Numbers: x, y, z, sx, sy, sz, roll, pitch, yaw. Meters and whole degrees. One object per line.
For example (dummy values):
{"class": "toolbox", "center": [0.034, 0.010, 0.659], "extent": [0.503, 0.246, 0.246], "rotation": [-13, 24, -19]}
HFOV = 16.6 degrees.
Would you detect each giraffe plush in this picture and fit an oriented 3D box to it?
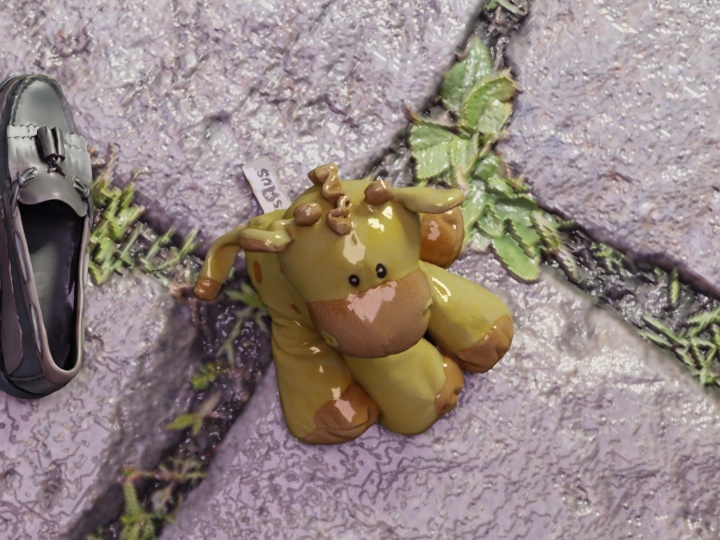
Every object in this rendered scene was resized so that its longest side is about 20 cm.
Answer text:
{"class": "giraffe plush", "center": [0.000, 0.000, 1.466], "extent": [0.173, 0.162, 0.200], "rotation": [-43, 89, -12]}

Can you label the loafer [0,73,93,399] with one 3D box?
{"class": "loafer", "center": [-0.186, -0.024, 1.488], "extent": [0.072, 0.063, 0.200], "rotation": [3, 82, -34]}
